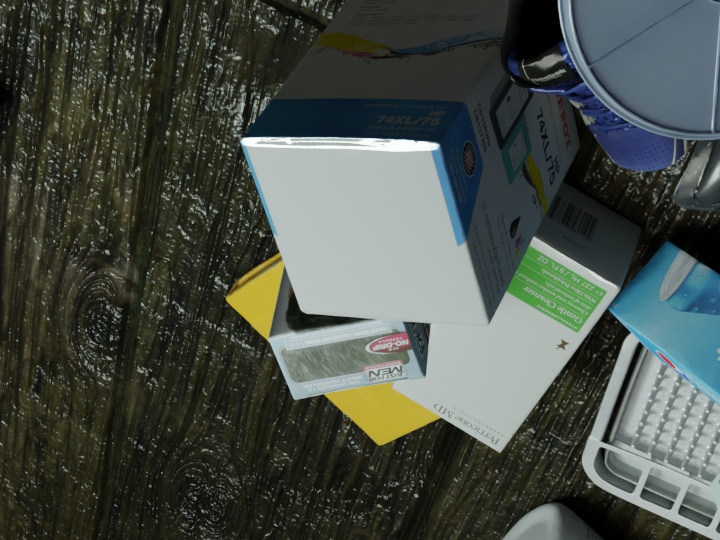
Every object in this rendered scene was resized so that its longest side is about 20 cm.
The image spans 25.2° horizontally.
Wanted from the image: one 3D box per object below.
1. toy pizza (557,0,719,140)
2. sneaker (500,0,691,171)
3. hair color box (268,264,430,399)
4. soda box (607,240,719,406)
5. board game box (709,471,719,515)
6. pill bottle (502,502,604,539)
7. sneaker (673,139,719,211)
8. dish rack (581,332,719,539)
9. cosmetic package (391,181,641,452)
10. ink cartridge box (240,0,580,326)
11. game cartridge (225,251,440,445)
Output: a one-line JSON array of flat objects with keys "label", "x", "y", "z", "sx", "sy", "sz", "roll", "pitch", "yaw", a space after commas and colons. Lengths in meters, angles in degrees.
[{"label": "toy pizza", "x": 0.212, "y": -0.176, "z": 0.960, "sx": 0.198, "sy": 0.032, "sz": 0.202, "roll": -3, "pitch": 115, "yaw": -7}, {"label": "sneaker", "x": 0.141, "y": -0.135, "z": 1.043, "sx": 0.080, "sy": 0.115, "sz": 0.200, "roll": -4, "pitch": 127, "yaw": 36}, {"label": "hair color box", "x": 0.000, "y": 0.000, "z": 1.181, "sx": 0.098, "sy": 0.201, "sz": 0.061, "roll": -11, "pitch": 126, "yaw": 14}, {"label": "soda box", "x": 0.251, "y": 0.053, "z": 1.085, "sx": 0.064, "sy": 0.068, "sz": 0.200, "roll": 41, "pitch": -178, "yaw": -29}, {"label": "board game box", "x": 0.358, "y": 0.123, "z": 1.133, "sx": 0.146, "sy": 0.065, "sz": 0.201, "roll": 2, "pitch": 138, "yaw": -18}, {"label": "pill bottle", "x": 0.210, "y": 0.309, "z": 1.423, "sx": 0.200, "sy": 0.115, "sz": 0.114, "roll": 42, "pitch": 138, "yaw": -9}, {"label": "sneaker", "x": 0.276, "y": -0.038, "z": 1.084, "sx": 0.113, "sy": 0.076, "sz": 0.202, "roll": 4, "pitch": 125, "yaw": 31}, {"label": "dish rack", "x": 0.273, "y": 0.123, "z": 1.260, "sx": 0.170, "sy": 0.044, "sz": 0.201, "roll": 23, "pitch": 138, "yaw": 13}, {"label": "cosmetic package", "x": 0.116, "y": 0.030, "z": 1.222, "sx": 0.107, "sy": 0.085, "sz": 0.201, "roll": 29, "pitch": 130, "yaw": 1}, {"label": "ink cartridge box", "x": 0.041, "y": -0.086, "z": 1.089, "sx": 0.145, "sy": 0.201, "sz": 0.148, "roll": 3, "pitch": 131, "yaw": 28}, {"label": "game cartridge", "x": 0.005, "y": 0.052, "z": 1.377, "sx": 0.200, "sy": 0.033, "sz": 0.176, "roll": 44, "pitch": 138, "yaw": -15}]
